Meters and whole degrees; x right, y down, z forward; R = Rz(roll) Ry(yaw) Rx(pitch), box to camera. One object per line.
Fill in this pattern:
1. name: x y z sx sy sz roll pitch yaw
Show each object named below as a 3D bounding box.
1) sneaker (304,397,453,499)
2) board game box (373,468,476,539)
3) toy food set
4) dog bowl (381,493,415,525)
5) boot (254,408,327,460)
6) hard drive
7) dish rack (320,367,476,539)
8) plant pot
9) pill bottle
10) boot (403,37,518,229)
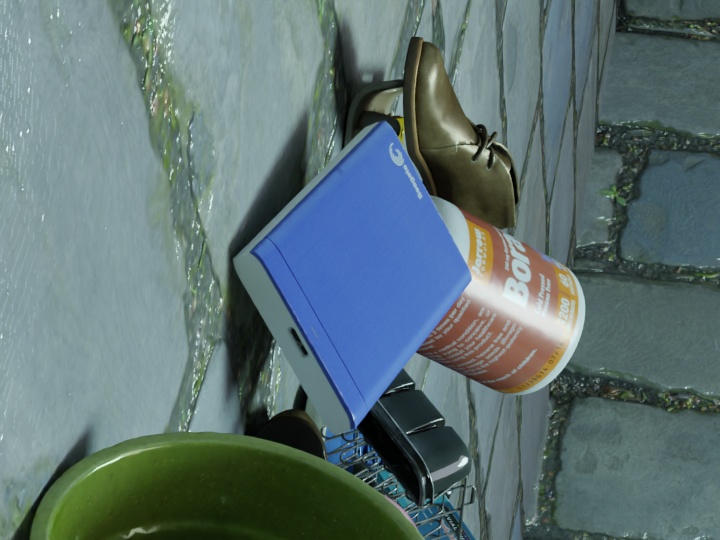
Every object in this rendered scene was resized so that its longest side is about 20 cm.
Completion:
1. sneaker: 0.018 0.141 1.544 0.200 0.111 0.077 74 26 -64
2. board game box: 0.032 0.270 1.499 0.151 0.047 0.201 54 -45 39
3. toy food set: 0.025 -0.053 1.584 0.143 0.060 0.201 -26 123 -77
4. dog bowl: -0.027 0.220 1.255 0.200 0.073 0.201 -2 93 -54
5. boot: -0.047 0.194 1.370 0.075 0.073 0.201 -77 171 -82
6. hard drive: 0.000 0.000 1.316 0.132 0.025 0.200 60 36 -14
7. dish rack: 0.018 0.149 1.377 0.154 0.054 0.201 51 -30 38
8. plant pot: -0.078 0.214 0.973 0.200 0.199 0.191 -64 172 -60
9. pill bottle: 0.065 0.012 1.489 0.199 0.112 0.113 26 66 -37
10. boot: 0.076 -0.101 1.507 0.200 0.075 0.074 71 27 -50
